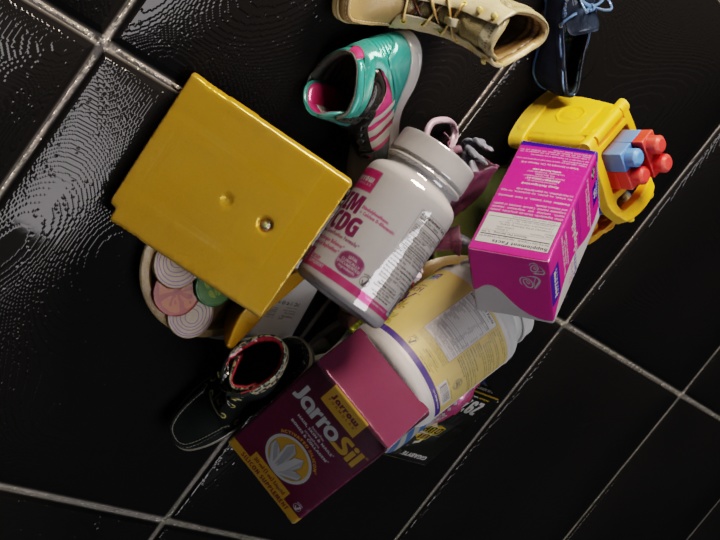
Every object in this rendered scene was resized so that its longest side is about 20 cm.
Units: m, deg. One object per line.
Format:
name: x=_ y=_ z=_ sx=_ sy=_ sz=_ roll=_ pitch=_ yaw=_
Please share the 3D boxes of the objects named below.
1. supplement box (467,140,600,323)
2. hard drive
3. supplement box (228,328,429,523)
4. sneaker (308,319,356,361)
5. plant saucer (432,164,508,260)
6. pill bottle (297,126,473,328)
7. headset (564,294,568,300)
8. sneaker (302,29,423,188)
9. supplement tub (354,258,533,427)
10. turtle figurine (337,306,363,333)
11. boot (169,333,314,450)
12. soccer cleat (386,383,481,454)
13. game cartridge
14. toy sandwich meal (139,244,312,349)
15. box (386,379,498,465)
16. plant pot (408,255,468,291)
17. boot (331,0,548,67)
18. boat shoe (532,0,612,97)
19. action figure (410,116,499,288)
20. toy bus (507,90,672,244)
supplement box: x=0.208 y=-0.048 z=1.449 sx=0.201 sy=0.103 sz=0.102 roll=-59 pitch=149 yaw=-37
hard drive: x=-0.095 y=-0.002 z=1.462 sx=0.131 sy=0.027 sz=0.201 roll=11 pitch=115 yaw=-46
supplement box: x=-0.039 y=0.184 z=1.435 sx=0.200 sy=0.131 sz=0.103 roll=-44 pitch=173 yaw=37
sneaker: x=-0.042 y=0.140 z=1.610 sx=0.115 sy=0.074 sz=0.200 roll=26 pitch=115 yaw=-29
plant saucer: x=0.169 y=-0.061 z=1.646 sx=0.199 sy=0.031 sz=0.201 roll=-23 pitch=136 yaw=-25
pill bottle: x=0.030 y=-0.049 z=1.340 sx=0.201 sy=0.113 sz=0.113 roll=-55 pitch=141 yaw=-5
headset: x=0.207 y=0.003 z=1.601 sx=0.094 sy=0.123 sz=0.200 roll=-46 pitch=180 yaw=11
sneaker: x=-0.010 y=-0.168 z=1.353 sx=0.120 sy=0.084 sz=0.201 roll=-10 pitch=129 yaw=-35
supplement tub: x=0.103 y=0.083 z=1.521 sx=0.199 sy=0.145 sz=0.146 roll=-35 pitch=140 yaw=-22
turtle figurine: x=0.000 y=0.000 z=1.499 sx=0.162 sy=0.064 sz=0.201 roll=95 pitch=15 yaw=-46
boot: x=-0.154 y=0.139 z=1.433 sx=0.203 sy=0.074 sz=0.154 roll=-34 pitch=170 yaw=2
soccer cleat: x=0.074 y=0.169 z=1.612 sx=0.200 sy=0.070 sz=0.086 roll=-43 pitch=128 yaw=19
game cartridge: x=-0.137 y=-0.076 z=1.271 sx=0.199 sy=0.032 sz=0.177 roll=34 pitch=100 yaw=-10
toy sandwich meal: x=-0.144 y=-0.004 z=1.353 sx=0.204 sy=0.070 sz=0.207 roll=-13 pitch=121 yaw=-22
box: x=0.083 y=0.200 z=1.751 sx=0.160 sy=0.049 sz=0.199 roll=-44 pitch=143 yaw=17
plant pot: x=0.093 y=0.061 z=1.652 sx=0.199 sy=0.028 sz=0.201 roll=-20 pitch=143 yaw=-16
boot: x=0.085 y=-0.270 z=1.293 sx=0.199 sy=0.155 sz=0.073 roll=-11 pitch=130 yaw=-35
boat shoe: x=0.268 y=-0.307 z=1.495 sx=0.084 sy=0.069 sz=0.201 roll=-23 pitch=135 yaw=-26
action figure: x=0.081 y=-0.069 z=1.467 sx=0.133 sy=0.149 sz=0.201 roll=4 pitch=124 yaw=-50
toy bus: x=0.308 y=-0.121 z=1.560 sx=0.136 sy=0.191 sz=0.201 roll=-47 pitch=128 yaw=-31
